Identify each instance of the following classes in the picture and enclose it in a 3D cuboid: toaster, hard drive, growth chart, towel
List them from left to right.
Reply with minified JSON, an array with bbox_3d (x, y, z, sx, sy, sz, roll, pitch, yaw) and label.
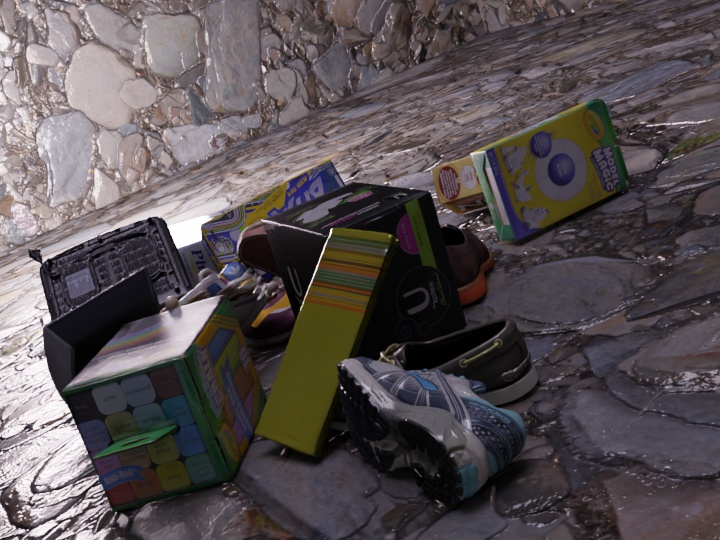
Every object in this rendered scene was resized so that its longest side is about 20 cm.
[{"bbox_3d":[-0.269,0.086,1.126,0.134,0.042,0.201,-33,-20,-23],"label":"hard drive"},{"bbox_3d":[-0.304,0.037,1.326,0.178,0.120,0.201,-22,45,-11],"label":"toaster"},{"bbox_3d":[-0.167,0.060,1.129,0.145,0.018,0.199,-50,-20,26],"label":"growth chart"},{"bbox_3d":[-0.029,0.059,0.921,0.085,0.018,0.203,9,74,47],"label":"towel"}]

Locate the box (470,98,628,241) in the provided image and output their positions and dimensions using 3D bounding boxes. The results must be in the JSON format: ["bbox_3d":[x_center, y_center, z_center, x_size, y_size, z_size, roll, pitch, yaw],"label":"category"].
[{"bbox_3d":[0.243,-0.126,1.276,0.197,0.119,0.048,-26,10,-20],"label":"box"}]

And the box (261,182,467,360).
[{"bbox_3d":[0.000,0.000,1.095,0.123,0.151,0.199,-23,15,-18],"label":"box"}]

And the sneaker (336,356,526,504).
[{"bbox_3d":[0.051,0.114,0.806,0.085,0.079,0.199,-20,24,-25],"label":"sneaker"}]

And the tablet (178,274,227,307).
[{"bbox_3d":[-0.219,0.084,1.130,0.199,0.014,0.130,-39,-17,-4],"label":"tablet"}]

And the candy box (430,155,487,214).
[{"bbox_3d":[0.204,-0.132,1.399,0.196,0.056,0.115,-15,-9,17],"label":"candy box"}]

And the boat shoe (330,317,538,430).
[{"bbox_3d":[0.050,0.088,0.894,0.198,0.061,0.072,-15,18,22],"label":"boat shoe"}]

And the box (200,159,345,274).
[{"bbox_3d":[-0.109,-0.065,1.377,0.198,0.071,0.064,-28,-13,-16],"label":"box"}]

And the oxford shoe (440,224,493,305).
[{"bbox_3d":[0.110,-0.025,1.186,0.070,0.074,0.200,-18,15,8],"label":"oxford shoe"}]

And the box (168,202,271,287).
[{"bbox_3d":[-0.232,-0.010,1.520,0.196,0.107,0.184,-15,16,19],"label":"box"}]

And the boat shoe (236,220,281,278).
[{"bbox_3d":[-0.054,-0.013,1.252,0.195,0.077,0.072,8,28,1],"label":"boat shoe"}]

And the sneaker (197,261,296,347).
[{"bbox_3d":[-0.133,0.036,1.259,0.198,0.092,0.075,-5,21,46],"label":"sneaker"}]

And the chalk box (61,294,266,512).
[{"bbox_3d":[-0.176,0.126,0.945,0.122,0.126,0.200,-15,17,13],"label":"chalk box"}]
